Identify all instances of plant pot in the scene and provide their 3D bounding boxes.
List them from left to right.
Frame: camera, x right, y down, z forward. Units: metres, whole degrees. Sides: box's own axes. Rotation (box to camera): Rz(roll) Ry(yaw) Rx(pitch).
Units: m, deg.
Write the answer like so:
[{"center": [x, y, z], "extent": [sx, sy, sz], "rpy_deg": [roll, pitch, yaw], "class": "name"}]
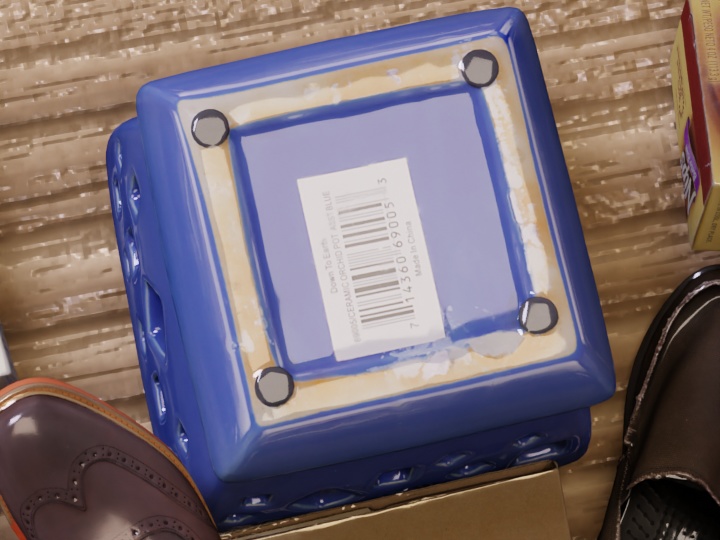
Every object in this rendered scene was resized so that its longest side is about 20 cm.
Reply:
[{"center": [0.000, 0.000, 1.154], "extent": [0.199, 0.180, 0.201], "rpy_deg": [-11, 81, -7], "class": "plant pot"}]

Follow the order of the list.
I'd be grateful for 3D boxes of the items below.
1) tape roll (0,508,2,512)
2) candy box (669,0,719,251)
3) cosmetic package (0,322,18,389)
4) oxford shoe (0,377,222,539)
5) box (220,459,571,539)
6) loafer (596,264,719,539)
[{"center": [-0.235, 0.147, 1.097], "extent": [0.066, 0.200, 0.200], "rpy_deg": [40, 80, 4], "class": "tape roll"}, {"center": [0.249, -0.066, 1.228], "extent": [0.199, 0.057, 0.117], "rpy_deg": [2, 54, -6], "class": "candy box"}, {"center": [-0.230, -0.028, 1.193], "extent": [0.105, 0.071, 0.201], "rpy_deg": [-16, 82, -7], "class": "cosmetic package"}, {"center": [-0.082, 0.125, 1.078], "extent": [0.071, 0.073, 0.200], "rpy_deg": [-40, 112, -1], "class": "oxford shoe"}, {"center": [0.026, 0.197, 1.168], "extent": [0.163, 0.021, 0.201], "rpy_deg": [-12, 101, -7], "class": "box"}, {"center": [0.152, 0.092, 1.204], "extent": [0.073, 0.071, 0.201], "rpy_deg": [17, 80, -2], "class": "loafer"}]
